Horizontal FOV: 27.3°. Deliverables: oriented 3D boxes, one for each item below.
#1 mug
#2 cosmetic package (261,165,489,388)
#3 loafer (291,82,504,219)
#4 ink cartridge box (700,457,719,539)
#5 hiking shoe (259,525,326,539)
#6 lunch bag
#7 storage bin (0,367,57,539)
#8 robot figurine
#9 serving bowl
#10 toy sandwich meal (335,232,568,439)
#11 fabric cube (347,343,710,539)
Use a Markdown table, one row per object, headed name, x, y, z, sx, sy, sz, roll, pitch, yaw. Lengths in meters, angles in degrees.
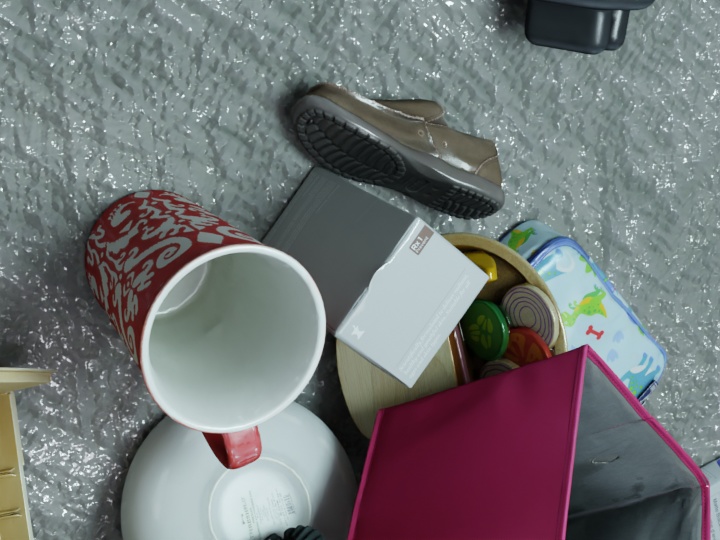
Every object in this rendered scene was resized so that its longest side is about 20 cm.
| name | x | y | z | sx | sy | sz | roll | pitch | yaw |
| --- | --- | --- | --- | --- | --- | --- | --- | --- | --- |
| mug | -0.131 | 0.038 | 1.083 | 0.133 | 0.200 | 0.179 | 11 | 103 | -29 |
| cosmetic package | 0.000 | 0.000 | 1.134 | 0.090 | 0.200 | 0.107 | 37 | 90 | -31 |
| loafer | 0.032 | -0.106 | 1.201 | 0.199 | 0.073 | 0.072 | 24 | 61 | -29 |
| ink cartridge box | 0.341 | 0.301 | 1.497 | 0.199 | 0.041 | 0.201 | -26 | 117 | -16 |
| hiking shoe | -0.106 | 0.268 | 1.112 | 0.199 | 0.074 | 0.087 | -20 | 100 | -2 |
| lunch bag | 0.165 | 0.072 | 1.312 | 0.161 | 0.082 | 0.200 | -43 | 119 | -4 |
| storage bin | -0.268 | 0.175 | 1.024 | 0.093 | 0.198 | 0.202 | -11 | 84 | 12 |
| robot figurine | 0.185 | -0.276 | 1.175 | 0.124 | 0.150 | 0.202 | 3 | 106 | -11 |
| serving bowl | -0.088 | 0.193 | 1.187 | 0.198 | 0.066 | 0.202 | 3 | 80 | -19 |
| toy sandwich meal | 0.071 | 0.065 | 1.202 | 0.070 | 0.204 | 0.207 | -15 | 117 | -54 |
| fabric cube | 0.128 | 0.210 | 1.114 | 0.200 | 0.198 | 0.197 | 45 | 40 | -31 |
